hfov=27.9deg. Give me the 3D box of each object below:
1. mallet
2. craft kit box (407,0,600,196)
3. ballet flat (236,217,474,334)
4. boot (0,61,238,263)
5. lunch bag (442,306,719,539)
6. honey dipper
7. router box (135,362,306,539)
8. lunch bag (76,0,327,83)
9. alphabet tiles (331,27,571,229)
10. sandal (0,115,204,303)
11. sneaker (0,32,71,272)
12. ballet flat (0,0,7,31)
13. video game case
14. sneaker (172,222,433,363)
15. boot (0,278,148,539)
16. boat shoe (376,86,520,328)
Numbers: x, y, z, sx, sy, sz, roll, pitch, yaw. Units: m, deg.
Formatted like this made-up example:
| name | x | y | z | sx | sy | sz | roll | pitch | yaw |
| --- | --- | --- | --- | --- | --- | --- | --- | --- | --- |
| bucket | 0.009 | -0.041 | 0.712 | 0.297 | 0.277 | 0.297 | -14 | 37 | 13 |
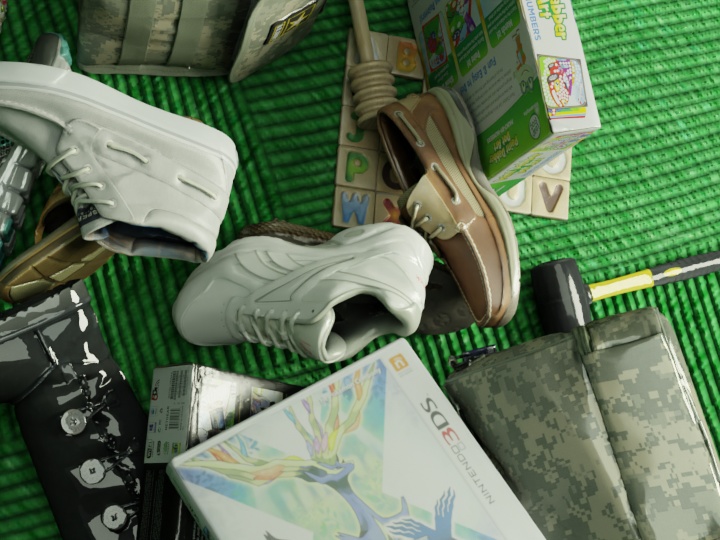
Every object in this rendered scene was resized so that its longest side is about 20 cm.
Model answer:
| name | x | y | z | sx | sy | sz | roll | pitch | yaw |
| --- | --- | --- | --- | --- | --- | --- | --- | --- | --- |
| mallet | 0.228 | -0.002 | 1.190 | 0.199 | 0.041 | 0.066 | -21 | 88 | -22 |
| craft kit box | 0.100 | -0.170 | 1.094 | 0.048 | 0.200 | 0.199 | -7 | 81 | -18 |
| ballet flat | 0.000 | 0.000 | 1.120 | 0.199 | 0.068 | 0.046 | 14 | 32 | -11 |
| boot | -0.183 | -0.070 | 0.989 | 0.199 | 0.074 | 0.096 | 16 | 63 | -16 |
| lunch bag | 0.162 | 0.135 | 1.044 | 0.167 | 0.139 | 0.201 | -17 | 83 | 3 |
| honey dipper | -0.002 | -0.213 | 1.165 | 0.038 | 0.038 | 0.201 | -6 | 76 | -16 |
| router box | -0.085 | 0.177 | 1.026 | 0.149 | 0.051 | 0.201 | 17 | 73 | -42 |
| lunch bag | -0.107 | -0.218 | 1.073 | 0.199 | 0.164 | 0.118 | 1 | 73 | -14 |
| alphabet tiles | 0.079 | -0.103 | 1.183 | 0.199 | 0.008 | 0.168 | 8 | 77 | -13 |
| sandal | -0.195 | -0.050 | 1.066 | 0.054 | 0.080 | 0.200 | 39 | 70 | 12 |
| sneaker | -0.273 | -0.092 | 1.052 | 0.091 | 0.078 | 0.201 | 22 | 72 | -6 |
| ballet flat | -0.339 | -0.156 | 1.051 | 0.200 | 0.064 | 0.076 | -40 | 90 | -19 |
| video game case | 0.000 | 0.160 | 0.969 | 0.199 | 0.022 | 0.183 | -26 | 70 | -27 |
| sneaker | -0.046 | 0.027 | 1.044 | 0.199 | 0.078 | 0.100 | -14 | 39 | 14 |
| boot | -0.227 | 0.130 | 1.019 | 0.164 | 0.066 | 0.201 | -25 | 100 | -10 |
| boat shoe | 0.062 | -0.045 | 1.092 | 0.071 | 0.076 | 0.201 | -9 | 63 | -20 |
